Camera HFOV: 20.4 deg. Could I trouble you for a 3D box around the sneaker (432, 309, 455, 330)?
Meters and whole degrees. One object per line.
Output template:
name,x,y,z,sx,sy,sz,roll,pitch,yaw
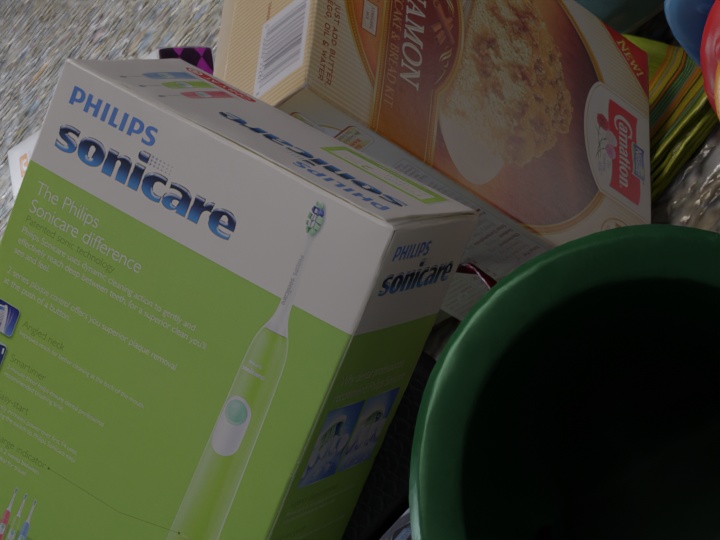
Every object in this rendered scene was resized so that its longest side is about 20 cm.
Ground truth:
sneaker,0.000,0.000,1.014,0.200,0.090,0.067,-35,28,35

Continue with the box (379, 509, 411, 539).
box,0.004,0.154,0.822,0.200,0.048,0.159,-35,26,35

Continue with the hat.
hat,0.106,0.077,0.730,0.176,0.165,0.201,64,-153,-75

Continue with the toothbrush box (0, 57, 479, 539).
toothbrush box,-0.067,0.039,0.758,0.086,0.145,0.201,-14,-52,-64

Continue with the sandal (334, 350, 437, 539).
sandal,-0.029,0.110,0.818,0.200,0.076,0.043,-43,-16,21

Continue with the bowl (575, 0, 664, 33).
bowl,0.138,-0.194,0.996,0.201,0.105,0.201,-43,6,5

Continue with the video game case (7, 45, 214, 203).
video game case,-0.113,0.012,0.983,0.181,0.036,0.201,-22,74,55

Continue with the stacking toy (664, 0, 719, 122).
stacking toy,0.179,-0.042,0.711,0.110,0.116,0.200,-37,29,30

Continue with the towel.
towel,0.122,-0.084,1.010,0.086,0.018,0.200,-51,22,-1

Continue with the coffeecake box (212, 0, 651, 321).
coffeecake box,0.036,-0.073,0.881,0.073,0.200,0.154,-32,39,39
